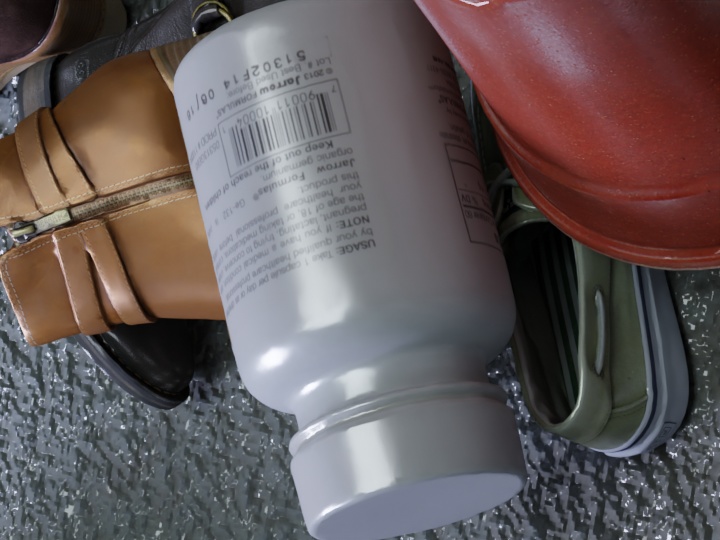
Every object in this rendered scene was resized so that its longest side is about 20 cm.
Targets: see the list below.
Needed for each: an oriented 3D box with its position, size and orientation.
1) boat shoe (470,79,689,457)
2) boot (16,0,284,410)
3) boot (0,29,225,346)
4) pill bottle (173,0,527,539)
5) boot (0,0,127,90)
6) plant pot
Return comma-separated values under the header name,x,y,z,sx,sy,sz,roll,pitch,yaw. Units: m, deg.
name,x,y,z,sx,sy,sz,roll,pitch,yaw
boat shoe,0.082,-0.021,1.222,0.072,0.062,0.200,-32,63,33
boot,-0.066,-0.055,1.358,0.174,0.069,0.200,-26,73,26
boot,-0.075,0.002,1.291,0.155,0.077,0.200,-24,87,5
pill bottle,0.000,0.000,1.186,0.114,0.114,0.200,-26,69,35
boot,-0.232,-0.121,1.443,0.200,0.166,0.072,-15,73,38
plant pot,0.101,-0.128,1.103,0.200,0.195,0.201,-11,65,23
